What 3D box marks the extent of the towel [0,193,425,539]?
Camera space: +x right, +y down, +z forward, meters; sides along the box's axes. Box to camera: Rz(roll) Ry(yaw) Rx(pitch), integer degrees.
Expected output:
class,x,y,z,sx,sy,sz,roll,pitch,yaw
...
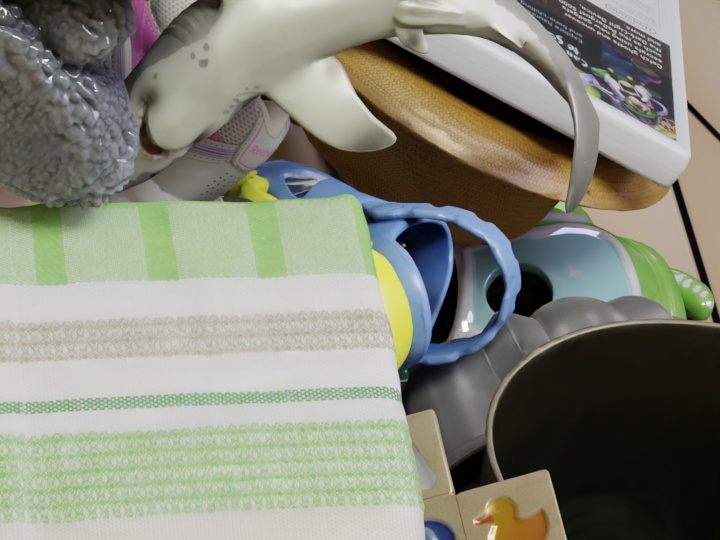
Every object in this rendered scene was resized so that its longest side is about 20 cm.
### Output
class,x,y,z,sx,sy,sz,roll,pitch,yaw
towel,-0.057,0.057,0.937,0.031,0.148,0.201,100,-14,-48

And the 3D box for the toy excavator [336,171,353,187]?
class,x,y,z,sx,sy,sz,roll,pitch,yaw
toy excavator,0.050,-0.100,1.438,0.194,0.099,0.201,39,41,-48

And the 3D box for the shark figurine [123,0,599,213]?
class,x,y,z,sx,sy,sz,roll,pitch,yaw
shark figurine,0.003,-0.097,1.054,0.090,0.213,0.129,-130,-137,-63

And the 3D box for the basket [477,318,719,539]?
class,x,y,z,sx,sy,sz,roll,pitch,yaw
basket,0.108,0.134,1.047,0.200,0.179,0.137,109,-20,-46

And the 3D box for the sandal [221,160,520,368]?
class,x,y,z,sx,sy,sz,roll,pitch,yaw
sandal,0.000,0.000,1.102,0.200,0.087,0.080,-144,-134,-63

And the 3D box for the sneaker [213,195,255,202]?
class,x,y,z,sx,sy,sz,roll,pitch,yaw
sneaker,-0.051,0.066,1.041,0.084,0.080,0.201,72,6,-63

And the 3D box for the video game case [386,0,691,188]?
class,x,y,z,sx,sy,sz,roll,pitch,yaw
video game case,0.053,-0.128,1.198,0.199,0.023,0.182,28,28,-11

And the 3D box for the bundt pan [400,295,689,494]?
class,x,y,z,sx,sy,sz,roll,pitch,yaw
bundt pan,0.075,0.084,1.140,0.202,0.201,0.076,38,21,-51

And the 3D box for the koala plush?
class,x,y,z,sx,sy,sz,roll,pitch,yaw
koala plush,-0.118,-0.165,0.977,0.183,0.177,0.201,31,35,-17

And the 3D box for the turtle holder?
class,x,y,z,sx,sy,sz,roll,pitch,yaw
turtle holder,0.081,0.024,1.274,0.131,0.141,0.186,24,77,-30

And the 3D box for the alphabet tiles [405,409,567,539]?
class,x,y,z,sx,sy,sz,roll,pitch,yaw
alphabet tiles,-0.002,0.147,0.913,0.006,0.165,0.201,66,9,-61

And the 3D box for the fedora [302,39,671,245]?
class,x,y,z,sx,sy,sz,roll,pitch,yaw
fedora,0.041,-0.071,1.213,0.200,0.082,0.201,25,31,-16

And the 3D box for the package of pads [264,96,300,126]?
class,x,y,z,sx,sy,sz,roll,pitch,yaw
package of pads,-0.057,-0.174,1.263,0.200,0.075,0.121,49,25,-38

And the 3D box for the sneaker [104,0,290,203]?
class,x,y,z,sx,sy,sz,roll,pitch,yaw
sneaker,-0.081,-0.114,1.115,0.081,0.088,0.201,6,62,-66
